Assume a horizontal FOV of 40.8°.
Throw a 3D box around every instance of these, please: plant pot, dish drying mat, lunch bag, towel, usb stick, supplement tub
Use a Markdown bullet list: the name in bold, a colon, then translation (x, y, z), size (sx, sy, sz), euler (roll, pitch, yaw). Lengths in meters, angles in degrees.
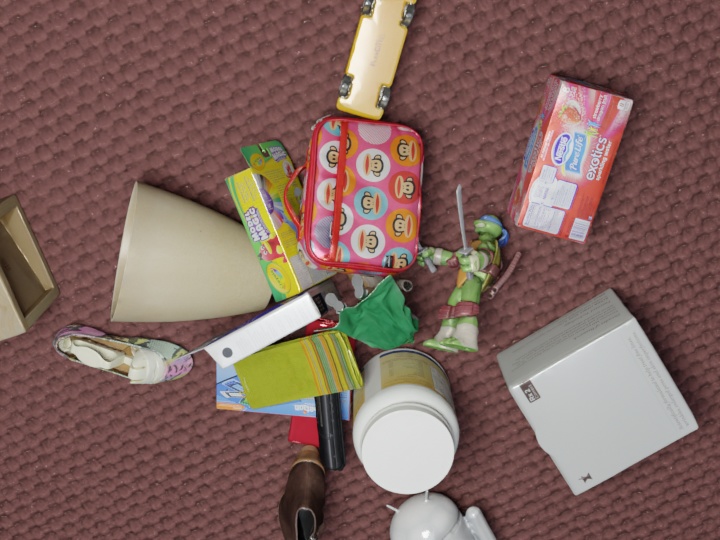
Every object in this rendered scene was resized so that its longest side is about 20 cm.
- **plant pot**: translation (-0.219, -0.009, 1.303), size (0.199, 0.187, 0.188), euler (10, 107, -18)
- **dish drying mat**: translation (-0.056, 0.168, 1.426), size (0.076, 0.018, 0.201), euler (10, 108, 0)
- **lunch bag**: translation (-0.012, -0.095, 1.250), size (0.175, 0.082, 0.201), euler (6, 81, -12)
- **towel**: translation (-0.091, 0.140, 1.346), size (0.199, 0.018, 0.086), euler (-16, 96, 32)
- **usb stick**: translation (-0.047, 0.188, 1.374), size (0.032, 0.055, 0.201), euler (-10, 106, -19)
- **supplement tub**: translation (0.061, 0.206, 1.343), size (0.144, 0.200, 0.145), euler (0, 108, 0)

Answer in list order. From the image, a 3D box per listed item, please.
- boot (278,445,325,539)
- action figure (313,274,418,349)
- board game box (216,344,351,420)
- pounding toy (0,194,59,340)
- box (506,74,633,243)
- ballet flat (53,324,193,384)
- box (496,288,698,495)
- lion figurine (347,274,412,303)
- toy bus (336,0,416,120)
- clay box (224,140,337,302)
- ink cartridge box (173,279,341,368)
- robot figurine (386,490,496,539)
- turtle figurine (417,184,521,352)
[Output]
- **boot**: translation (-0.088, 0.374, 1.408), size (0.072, 0.167, 0.201), euler (5, 115, -2)
- **action figure**: translation (0.026, 0.063, 1.267), size (0.118, 0.200, 0.055), euler (-32, 60, 12)
- **board game box**: translation (-0.111, 0.160, 1.411), size (0.199, 0.019, 0.103), euler (4, 106, 6)
- **pounding toy**: translation (-0.514, 0.032, 1.296), size (0.142, 0.184, 0.201), euler (-18, 107, 6)
- **box**: translation (0.275, -0.150, 1.288), size (0.099, 0.096, 0.201), euler (14, 106, -5)
- **ballet flat**: translation (-0.343, 0.127, 1.385), size (0.199, 0.071, 0.069), euler (14, 106, -5)
- **box**: translation (0.330, 0.170, 1.369), size (0.200, 0.131, 0.199), euler (-31, 105, 9)
- **lion figurine**: translation (0.000, 0.000, 1.346), size (0.072, 0.122, 0.201), euler (-25, 90, -26)
- **toy bus**: translation (0.024, -0.301, 1.250), size (0.065, 0.078, 0.201), euler (15, 107, -6)
- **clay box**: translation (-0.108, -0.069, 1.285), size (0.047, 0.115, 0.201), euler (-22, 93, 26)
- **ink cartridge box**: translation (-0.132, 0.079, 1.306), size (0.199, 0.198, 0.044), euler (-26, 92, 8)
- **robot figurine**: translation (0.118, 0.417, 1.453), size (0.169, 0.113, 0.200), euler (-29, 105, 7)
- **turtle figurine**: translation (0.114, 0.004, 1.301), size (0.144, 0.200, 0.195), euler (3, 77, 39)
